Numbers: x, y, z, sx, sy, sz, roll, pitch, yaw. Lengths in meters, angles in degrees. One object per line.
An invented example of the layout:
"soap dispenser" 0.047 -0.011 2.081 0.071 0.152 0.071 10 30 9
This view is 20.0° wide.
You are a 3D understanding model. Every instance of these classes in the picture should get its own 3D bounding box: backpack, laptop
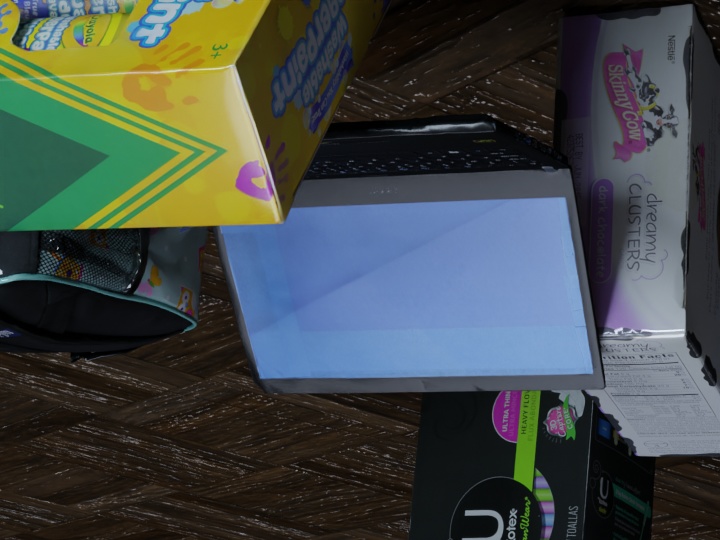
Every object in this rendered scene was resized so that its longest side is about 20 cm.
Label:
"backpack" -0.181 -0.027 1.140 0.174 0.155 0.199 -6 159 34
"laptop" 0.000 0.000 0.875 0.175 0.105 0.200 -2 176 18

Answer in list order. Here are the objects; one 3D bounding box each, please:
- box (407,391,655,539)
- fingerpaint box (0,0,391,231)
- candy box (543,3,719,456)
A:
"box" 0.129 0.167 1.516 0.147 0.202 0.124 -5 159 31
"fingerpaint box" -0.082 -0.105 0.808 0.165 0.201 0.074 0 129 22
"candy box" 0.154 -0.014 1.037 0.071 0.170 0.200 -2 158 20
